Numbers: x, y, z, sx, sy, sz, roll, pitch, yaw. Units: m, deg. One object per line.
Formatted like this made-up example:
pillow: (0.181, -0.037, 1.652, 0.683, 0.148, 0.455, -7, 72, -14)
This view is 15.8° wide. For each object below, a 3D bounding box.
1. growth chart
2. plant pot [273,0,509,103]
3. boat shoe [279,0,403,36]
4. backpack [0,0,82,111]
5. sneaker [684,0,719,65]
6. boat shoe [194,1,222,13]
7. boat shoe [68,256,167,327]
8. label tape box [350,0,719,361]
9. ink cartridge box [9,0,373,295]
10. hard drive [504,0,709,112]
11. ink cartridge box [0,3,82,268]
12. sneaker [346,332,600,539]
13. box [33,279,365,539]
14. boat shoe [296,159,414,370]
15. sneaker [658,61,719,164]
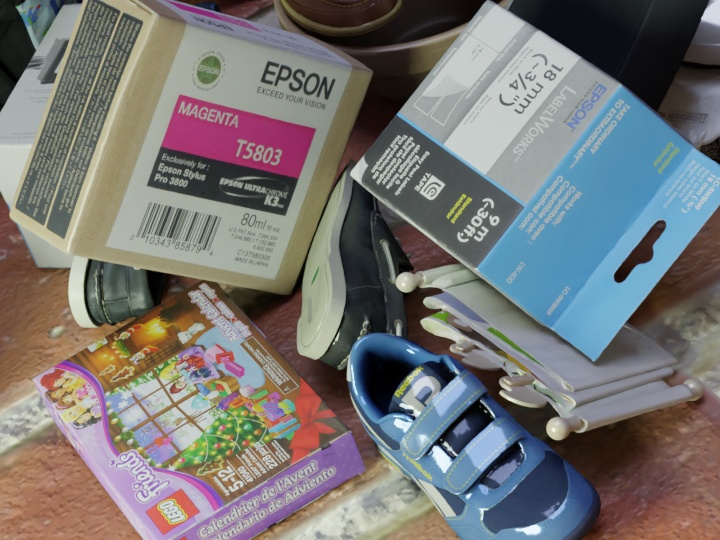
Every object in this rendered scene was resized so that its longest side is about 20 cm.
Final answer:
growth chart: (0.110, 0.040, 1.571, 0.145, 0.018, 0.200, -7, 32, -32)
plant pot: (0.046, -0.182, 1.843, 0.201, 0.093, 0.201, -12, 39, 10)
boat shoe: (-0.036, -0.226, 1.802, 0.072, 0.068, 0.200, -28, 40, -10)
backpack: (-0.274, -0.193, 1.904, 0.163, 0.200, 0.154, 6, 52, 19)
sneaker: (0.194, -0.203, 1.697, 0.200, 0.089, 0.075, 29, 42, 30)
boat shoe: (-0.079, -0.117, 1.839, 0.069, 0.084, 0.200, -25, 54, 10)
boat shoe: (-0.137, -0.043, 1.773, 0.066, 0.075, 0.199, 2, 44, 21)
label tape box: (0.109, -0.059, 1.580, 0.144, 0.063, 0.200, -52, 48, 0)
ink cartridge box: (-0.106, -0.082, 1.663, 0.075, 0.200, 0.165, 31, 104, 43)
hard drive: (0.133, -0.126, 1.673, 0.042, 0.200, 0.135, 8, 27, -43)
ink cartridge box: (-0.185, -0.109, 1.835, 0.067, 0.116, 0.200, -1, 42, 23)
sneaker: (0.058, 0.102, 1.513, 0.074, 0.082, 0.200, -42, 44, -15)
box: (-0.104, 0.095, 1.624, 0.137, 0.039, 0.200, -31, 40, -13)
boat shoe: (0.000, 0.000, 1.688, 0.068, 0.072, 0.200, 18, 32, -11)
sneaker: (0.208, -0.098, 1.697, 0.200, 0.076, 0.081, -7, 48, 16)
